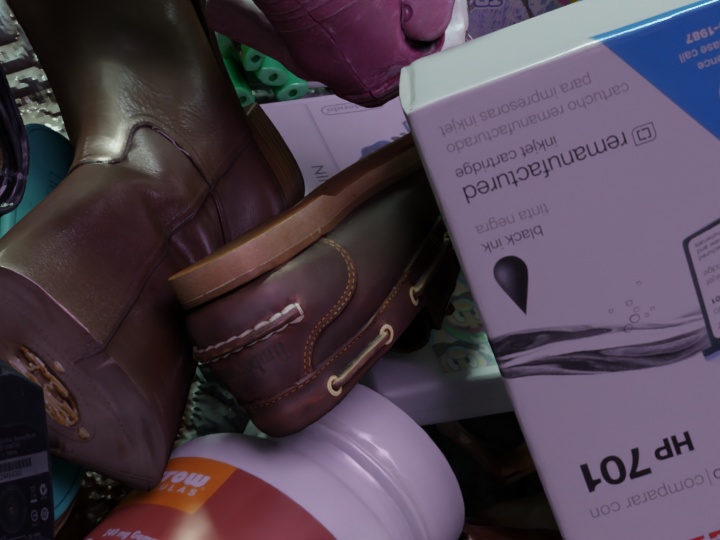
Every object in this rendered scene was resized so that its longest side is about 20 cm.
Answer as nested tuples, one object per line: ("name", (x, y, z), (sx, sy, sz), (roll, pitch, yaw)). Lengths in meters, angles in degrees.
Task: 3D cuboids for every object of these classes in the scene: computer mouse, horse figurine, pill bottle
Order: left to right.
("computer mouse", (-0.127, 0.017, 0.870), (0.059, 0.034, 0.200), (-3, 90, -61))
("pill bottle", (-0.053, 0.128, 0.944), (0.112, 0.112, 0.200), (38, 54, 8))
("horse figurine", (0.078, 0.051, 1.076), (0.133, 0.050, 0.200), (15, 49, -6))

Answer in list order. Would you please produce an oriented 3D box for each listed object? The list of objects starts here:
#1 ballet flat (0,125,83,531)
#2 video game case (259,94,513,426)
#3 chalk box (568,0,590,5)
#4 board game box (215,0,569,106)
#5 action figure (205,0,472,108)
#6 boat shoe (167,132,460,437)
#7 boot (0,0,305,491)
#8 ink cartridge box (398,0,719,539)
("ballet flat", (-0.137, 0.033, 0.991), (0.068, 0.072, 0.200), (33, 36, -33))
("video game case", (0.073, -0.018, 1.089), (0.200, 0.024, 0.182), (-9, 41, -16))
("chalk box", (0.176, -0.069, 1.049), (0.200, 0.124, 0.124), (10, 36, 0))
("board game box", (0.049, -0.149, 1.104), (0.200, 0.200, 0.026), (-4, 42, -21))
("action figure", (-0.015, -0.114, 0.966), (0.200, 0.134, 0.149), (46, 35, -31))
("boat shoe", (0.000, 0.000, 0.991), (0.070, 0.070, 0.200), (60, 35, -4))
("boot", (-0.103, -0.037, 0.964), (0.186, 0.064, 0.200), (49, 33, -13))
("ink cartridge box", (0.115, 0.004, 0.951), (0.146, 0.086, 0.200), (-20, 103, 6))
